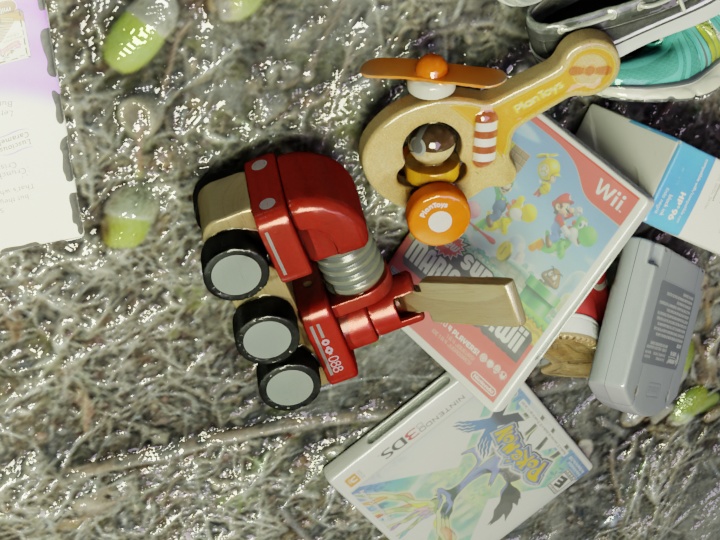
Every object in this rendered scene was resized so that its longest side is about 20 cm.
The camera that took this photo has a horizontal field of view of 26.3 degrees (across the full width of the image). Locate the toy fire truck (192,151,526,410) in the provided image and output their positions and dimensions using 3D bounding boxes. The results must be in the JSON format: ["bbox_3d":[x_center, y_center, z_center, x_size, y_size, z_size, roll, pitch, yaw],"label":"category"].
[{"bbox_3d":[0.000,0.000,1.093,0.199,0.129,0.176,-19,129,3],"label":"toy fire truck"}]

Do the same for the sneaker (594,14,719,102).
[{"bbox_3d":[0.251,-0.182,1.158,0.199,0.077,0.080,-25,117,-17],"label":"sneaker"}]

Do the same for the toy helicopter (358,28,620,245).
[{"bbox_3d":[0.088,-0.118,1.094,0.199,0.079,0.132,-28,123,11],"label":"toy helicopter"}]

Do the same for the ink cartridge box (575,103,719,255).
[{"bbox_3d":[0.268,-0.055,1.208,0.199,0.116,0.068,19,99,-34],"label":"ink cartridge box"}]

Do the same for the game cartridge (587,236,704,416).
[{"bbox_3d":[0.231,0.050,1.236,0.200,0.040,0.134,17,84,-66],"label":"game cartridge"}]

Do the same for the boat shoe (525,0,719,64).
[{"bbox_3d":[0.208,-0.213,1.103,0.199,0.074,0.068,-24,145,4],"label":"boat shoe"}]

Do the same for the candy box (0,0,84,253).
[{"bbox_3d":[-0.272,-0.100,0.956,0.167,0.072,0.201,-14,127,-17],"label":"candy box"}]

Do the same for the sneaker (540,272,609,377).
[{"bbox_3d":[0.175,0.023,1.258,0.071,0.113,0.200,-2,165,12],"label":"sneaker"}]

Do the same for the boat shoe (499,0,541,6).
[{"bbox_3d":[0.157,-0.263,1.048,0.074,0.065,0.202,29,107,-37],"label":"boat shoe"}]

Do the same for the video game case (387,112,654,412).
[{"bbox_3d":[0.108,-0.015,1.157,0.200,0.143,0.017,-56,155,17],"label":"video game case"}]

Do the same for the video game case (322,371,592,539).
[{"bbox_3d":[0.090,0.174,1.353,0.182,0.022,0.200,-38,130,4],"label":"video game case"}]
